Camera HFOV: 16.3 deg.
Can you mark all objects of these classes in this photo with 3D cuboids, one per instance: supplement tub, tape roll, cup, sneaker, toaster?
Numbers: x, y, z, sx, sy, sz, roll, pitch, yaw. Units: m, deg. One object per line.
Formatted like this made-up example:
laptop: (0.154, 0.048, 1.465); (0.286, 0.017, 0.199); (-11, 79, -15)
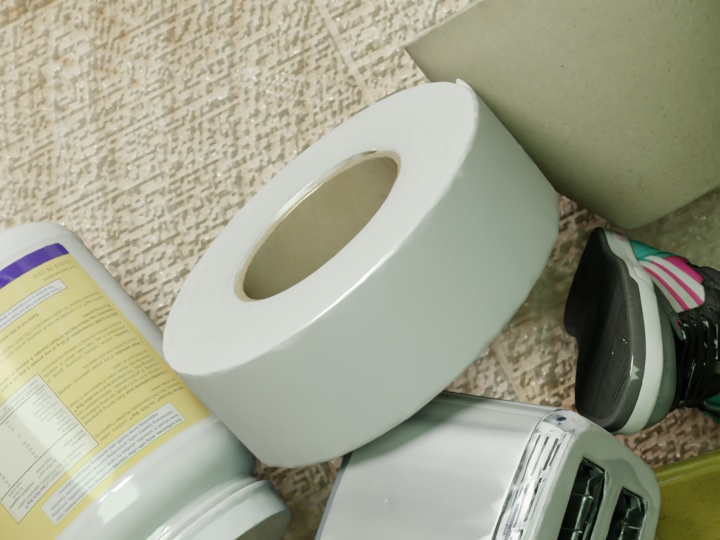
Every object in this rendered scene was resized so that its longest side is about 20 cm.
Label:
supplement tub: (-0.145, 0.091, 1.289); (0.145, 0.145, 0.200); (-41, 77, -4)
tape roll: (0.000, 0.000, 1.234); (0.202, 0.202, 0.071); (-44, 110, -4)
cup: (0.142, -0.107, 1.293); (0.200, 0.200, 0.144); (-31, 94, -2)
sneaker: (0.170, 0.044, 1.259); (0.120, 0.200, 0.084); (17, 109, -5)
toaster: (0.056, 0.136, 1.182); (0.129, 0.114, 0.201); (3, 65, 41)

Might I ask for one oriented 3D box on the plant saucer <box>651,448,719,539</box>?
plant saucer: (0.211, 0.146, 1.217); (0.199, 0.049, 0.200); (-15, 43, -17)
